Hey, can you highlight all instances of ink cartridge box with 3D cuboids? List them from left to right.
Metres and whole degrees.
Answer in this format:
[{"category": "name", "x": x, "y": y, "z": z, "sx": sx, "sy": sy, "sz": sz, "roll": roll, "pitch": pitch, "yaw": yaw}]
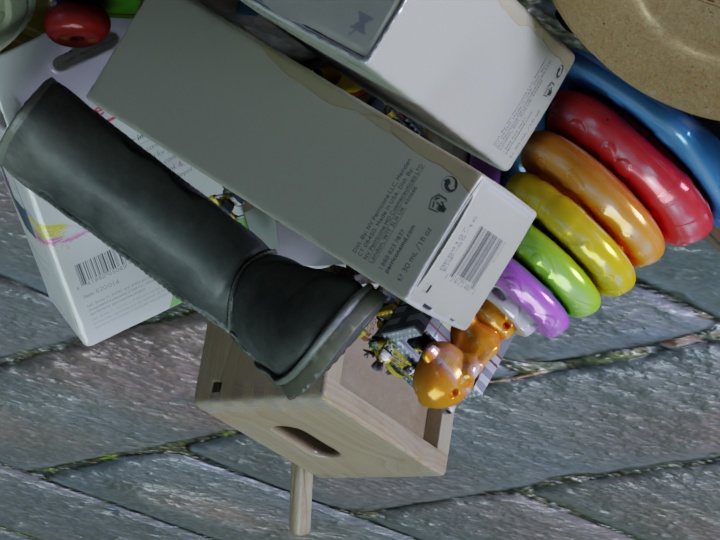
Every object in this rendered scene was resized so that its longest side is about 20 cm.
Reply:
[{"category": "ink cartridge box", "x": -0.142, "y": -0.070, "z": 1.485, "sx": 0.117, "sy": 0.067, "sz": 0.200, "roll": -25, "pitch": 128, "yaw": -13}]

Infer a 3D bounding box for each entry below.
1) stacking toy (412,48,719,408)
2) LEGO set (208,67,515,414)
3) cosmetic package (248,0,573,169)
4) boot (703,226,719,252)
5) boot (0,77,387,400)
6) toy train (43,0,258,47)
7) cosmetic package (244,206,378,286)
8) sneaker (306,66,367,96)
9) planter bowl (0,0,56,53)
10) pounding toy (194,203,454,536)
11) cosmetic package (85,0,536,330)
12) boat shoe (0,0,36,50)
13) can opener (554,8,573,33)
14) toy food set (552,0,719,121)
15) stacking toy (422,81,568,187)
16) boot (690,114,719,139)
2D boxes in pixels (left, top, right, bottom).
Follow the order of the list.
[{"category": "stacking toy", "x": 0.097, "y": -0.006, "z": 1.380, "sx": 0.110, "sy": 0.200, "sz": 0.116, "roll": 37, "pitch": 173, "yaw": 41}, {"category": "LEGO set", "x": 0.000, "y": 0.000, "z": 1.449, "sx": 0.153, "sy": 0.116, "sz": 0.200, "roll": -5, "pitch": 135, "yaw": 45}, {"category": "cosmetic package", "x": 0.018, "y": -0.124, "z": 1.285, "sx": 0.103, "sy": 0.073, "sz": 0.200, "roll": 32, "pitch": 180, "yaw": 24}, {"category": "boot", "x": 0.265, "y": -0.005, "z": 1.630, "sx": 0.199, "sy": 0.070, "sz": 0.146, "roll": 27, "pitch": 170, "yaw": -6}, {"category": "boot", "x": -0.091, "y": -0.023, "z": 1.341, "sx": 0.200, "sy": 0.073, "sz": 0.182, "roll": 46, "pitch": 162, "yaw": -7}, {"category": "toy train", "x": -0.092, "y": -0.179, "z": 1.298, "sx": 0.115, "sy": 0.085, "sz": 0.200, "roll": 2, "pitch": 161, "yaw": -10}, {"category": "cosmetic package", "x": 0.023, "y": -0.020, "z": 1.612, "sx": 0.199, "sy": 0.051, "sz": 0.083, "roll": -4, "pitch": 168, "yaw": -26}, {"category": "sneaker", "x": -0.062, "y": -0.088, "z": 1.563, "sx": 0.200, "sy": 0.073, "sz": 0.077, "roll": -16, "pitch": 133, "yaw": 37}, {"category": "planter bowl", "x": -0.237, "y": -0.110, "z": 1.533, "sx": 0.200, "sy": 0.084, "sz": 0.201, "roll": 9, "pitch": 160, "yaw": 3}, {"category": "pounding toy", "x": -0.022, "y": 0.060, "z": 1.747, "sx": 0.142, "sy": 0.185, "sz": 0.200, "roll": -4, "pitch": 157, "yaw": 32}, {"category": "cosmetic package", "x": -0.023, "y": -0.056, "z": 1.297, "sx": 0.200, "sy": 0.073, "sz": 0.104, "roll": 33, "pitch": -178, "yaw": 20}, {"category": "boat shoe", "x": -0.203, "y": -0.183, "z": 1.341, "sx": 0.068, "sy": 0.072, "sz": 0.200, "roll": 48, "pitch": 153, "yaw": 17}, {"category": "can opener", "x": 0.197, "y": -0.123, "z": 1.333, "sx": 0.199, "sy": 0.064, "sz": 0.079, "roll": 7, "pitch": 148, "yaw": 8}, {"category": "toy food set", "x": 0.172, "y": -0.147, "z": 1.237, "sx": 0.197, "sy": 0.049, "sz": 0.200, "roll": 10, "pitch": 140, "yaw": 19}, {"category": "stacking toy", "x": 0.136, "y": -0.070, "z": 1.496, "sx": 0.199, "sy": 0.086, "sz": 0.085, "roll": 5, "pitch": 160, "yaw": -4}, {"category": "boot", "x": 0.219, "y": -0.076, "z": 1.349, "sx": 0.200, "sy": 0.073, "sz": 0.090, "roll": 30, "pitch": -173, "yaw": 39}]
